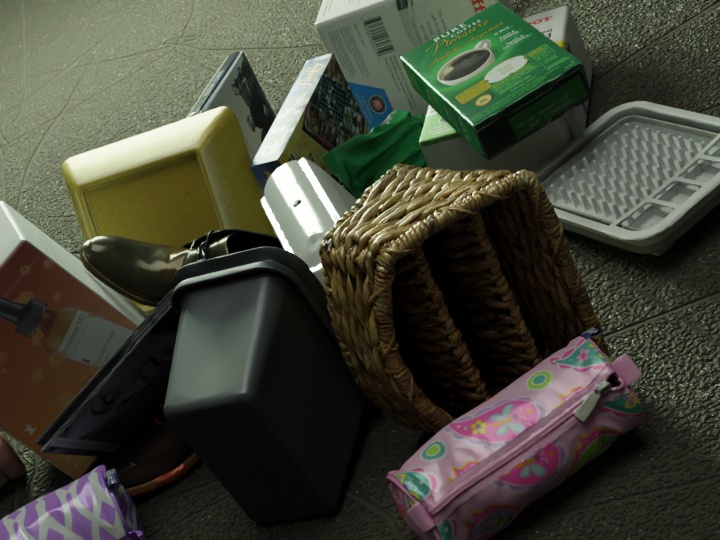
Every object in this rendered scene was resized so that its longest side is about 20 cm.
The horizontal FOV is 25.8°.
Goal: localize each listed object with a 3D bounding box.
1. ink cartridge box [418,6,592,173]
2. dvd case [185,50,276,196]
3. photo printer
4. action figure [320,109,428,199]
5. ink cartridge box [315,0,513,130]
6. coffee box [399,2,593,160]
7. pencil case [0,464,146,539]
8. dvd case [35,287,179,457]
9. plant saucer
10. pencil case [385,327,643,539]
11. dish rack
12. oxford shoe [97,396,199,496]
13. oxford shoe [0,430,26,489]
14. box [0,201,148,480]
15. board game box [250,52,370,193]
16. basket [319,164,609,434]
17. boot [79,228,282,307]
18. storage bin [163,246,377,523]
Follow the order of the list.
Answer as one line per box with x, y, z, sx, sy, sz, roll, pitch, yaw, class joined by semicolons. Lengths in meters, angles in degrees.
0.151;-0.169;1.594;0.144;0.084;0.201;-14;33;22;ink cartridge box
-0.119;-0.133;1.657;0.025;0.151;0.200;-20;21;18;dvd case
0.000;0.000;1.378;0.069;0.166;0.200;-44;30;7;photo printer
0.027;-0.108;1.603;0.054;0.119;0.200;-19;20;36;action figure
0.071;-0.255;1.730;0.198;0.147;0.085;-16;30;17;ink cartridge box
0.128;-0.186;1.511;0.122;0.044;0.200;-31;32;-5;coffee box
-0.271;0.242;1.307;0.199;0.084;0.086;-30;53;-1;pencil case
-0.180;0.086;1.371;0.016;0.149;0.200;45;96;18;dvd case
-0.190;-0.037;1.547;0.199;0.202;0.048;-16;6;18;plant saucer
0.117;0.130;1.161;0.199;0.088;0.087;-33;30;-10;pencil case
0.253;-0.080;1.417;0.171;0.044;0.200;-39;32;-18;dish rack
-0.161;0.127;1.397;0.199;0.073;0.071;-36;32;-14;oxford shoe
-0.395;0.162;1.535;0.074;0.071;0.200;-38;32;-14;oxford shoe
-0.293;0.065;1.436;0.152;0.200;0.106;-49;32;1;box
-0.041;-0.112;1.609;0.034;0.136;0.201;-11;33;26;board game box
0.076;0.034;1.208;0.148;0.201;0.143;8;42;44;basket
-0.154;-0.014;1.451;0.198;0.097;0.075;17;45;-11;boot
-0.084;0.104;1.266;0.144;0.201;0.135;-12;42;24;storage bin
